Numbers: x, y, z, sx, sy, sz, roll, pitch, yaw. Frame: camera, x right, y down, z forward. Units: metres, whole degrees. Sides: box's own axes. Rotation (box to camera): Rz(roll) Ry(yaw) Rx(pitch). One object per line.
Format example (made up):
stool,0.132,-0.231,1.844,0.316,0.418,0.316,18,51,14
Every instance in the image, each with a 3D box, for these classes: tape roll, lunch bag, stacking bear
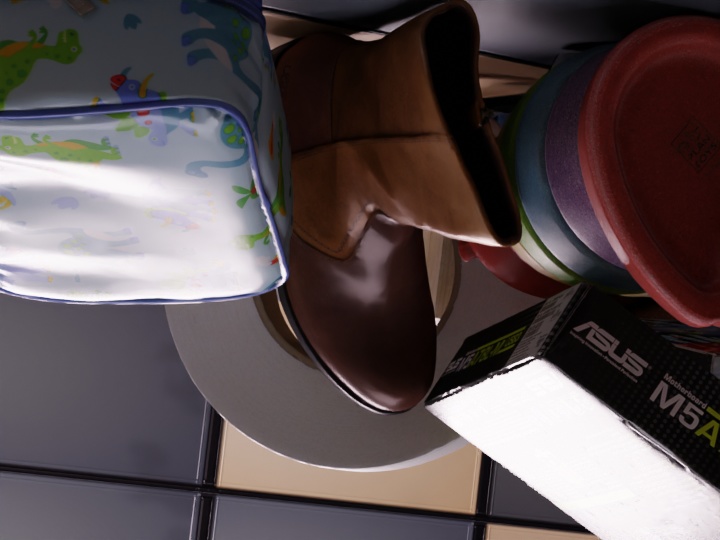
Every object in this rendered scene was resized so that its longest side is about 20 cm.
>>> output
tape roll,0.000,0.000,1.389,0.203,0.203,0.037,6,176,15
lunch bag,-0.113,-0.055,1.201,0.161,0.082,0.200,-3,156,5
stacking bear,0.106,-0.036,1.207,0.114,0.121,0.200,45,160,-9

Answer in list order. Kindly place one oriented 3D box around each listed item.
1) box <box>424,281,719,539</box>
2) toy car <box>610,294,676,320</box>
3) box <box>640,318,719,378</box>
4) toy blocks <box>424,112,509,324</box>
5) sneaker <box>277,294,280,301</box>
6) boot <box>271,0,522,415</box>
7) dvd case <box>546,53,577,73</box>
box,0.136,0.090,1.240,0.193,0.048,0.200,34,166,-5
toy car,0.168,-0.007,1.535,0.164,0.158,0.200,-21,162,-21
box,0.219,0.052,1.452,0.200,0.040,0.137,2,-173,-31
toy blocks,0.050,-0.026,1.499,0.100,0.137,0.200,10,168,-12
sneaker,-0.114,-0.056,1.634,0.114,0.075,0.200,38,173,40
boot,0.028,-0.022,1.246,0.068,0.188,0.200,-12,-175,-25
dvd case,0.194,-0.044,1.241,0.200,0.018,0.143,3,142,41
